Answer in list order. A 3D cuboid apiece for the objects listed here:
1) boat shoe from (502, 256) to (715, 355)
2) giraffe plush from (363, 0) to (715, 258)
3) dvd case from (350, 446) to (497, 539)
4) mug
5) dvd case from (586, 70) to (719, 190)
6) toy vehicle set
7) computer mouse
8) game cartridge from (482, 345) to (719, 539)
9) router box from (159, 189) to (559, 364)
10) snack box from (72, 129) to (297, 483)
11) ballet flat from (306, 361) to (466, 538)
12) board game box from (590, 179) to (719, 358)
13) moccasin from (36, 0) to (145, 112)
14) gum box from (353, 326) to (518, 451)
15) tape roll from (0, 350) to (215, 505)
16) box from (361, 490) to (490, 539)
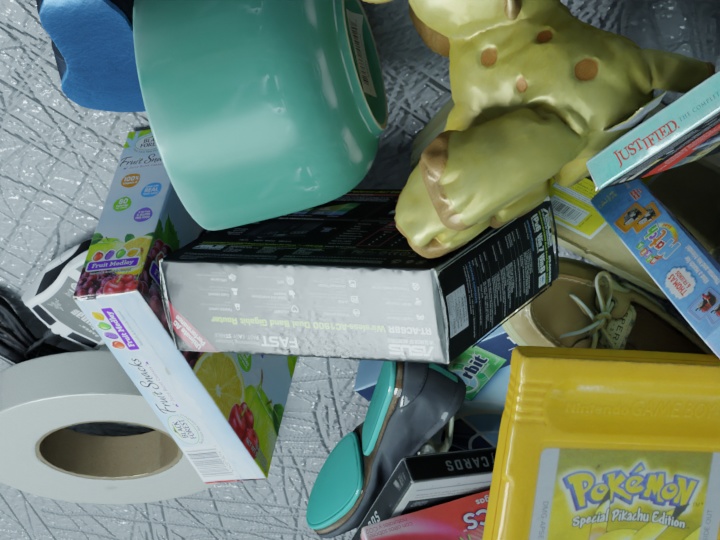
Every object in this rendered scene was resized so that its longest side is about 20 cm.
[{"bbox_3d":[0.177,0.046,1.511,0.200,0.073,0.063,23,177,-30],"label":"boat shoe"},{"bbox_3d":[0.077,-0.125,1.287,0.162,0.172,0.200,59,144,6],"label":"giraffe plush"},{"bbox_3d":[0.066,0.182,1.635,0.150,0.025,0.200,-5,147,-25],"label":"dvd case"},{"bbox_3d":[-0.055,-0.120,1.325,0.114,0.152,0.185,-13,133,11],"label":"mug"},{"bbox_3d":[0.230,-0.102,1.273,0.146,0.200,0.022,-35,78,42],"label":"dvd case"},{"bbox_3d":[0.146,-0.063,1.442,0.200,0.027,0.124,27,138,-17],"label":"toy vehicle set"},{"bbox_3d":[-0.192,0.021,1.614,0.110,0.044,0.200,37,140,-21],"label":"computer mouse"},{"bbox_3d":[0.168,0.149,1.487,0.176,0.032,0.200,3,108,-15],"label":"game cartridge"},{"bbox_3d":[0.000,0.000,1.421,0.200,0.150,0.062,2,111,31],"label":"router box"},{"bbox_3d":[-0.106,0.024,1.515,0.053,0.142,0.200,-7,138,22],"label":"snack box"},{"bbox_3d":[0.022,0.127,1.601,0.073,0.073,0.200,19,137,-8],"label":"ballet flat"},{"bbox_3d":[0.220,0.034,1.362,0.037,0.200,0.151,-42,117,6],"label":"board game box"},{"bbox_3d":[-0.145,-0.151,1.370,0.080,0.068,0.200,-3,163,-3],"label":"moccasin"},{"bbox_3d":[0.124,0.098,1.623,0.170,0.045,0.200,-23,129,35],"label":"gum box"},{"bbox_3d":[-0.182,0.117,1.688,0.203,0.037,0.203,-1,153,-1],"label":"tape roll"},{"bbox_3d":[0.107,0.208,1.580,0.200,0.095,0.103,-15,151,-10],"label":"box"}]
